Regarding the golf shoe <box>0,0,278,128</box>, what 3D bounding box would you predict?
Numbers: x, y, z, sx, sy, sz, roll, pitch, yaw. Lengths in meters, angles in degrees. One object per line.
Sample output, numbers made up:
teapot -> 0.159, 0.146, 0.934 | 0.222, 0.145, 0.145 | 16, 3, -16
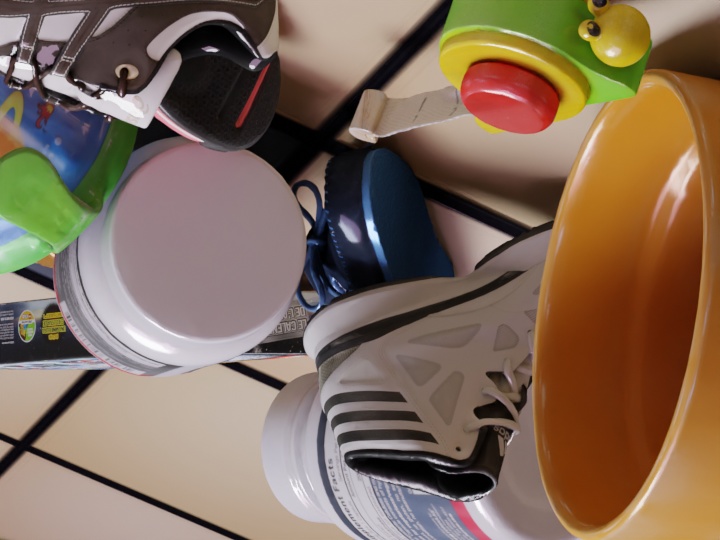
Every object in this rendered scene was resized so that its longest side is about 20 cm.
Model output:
golf shoe -> -0.124, -0.098, 1.181 | 0.199, 0.095, 0.078 | -20, 175, -13

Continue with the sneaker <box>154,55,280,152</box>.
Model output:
sneaker -> -0.117, -0.128, 1.298 | 0.200, 0.074, 0.087 | 39, 167, -32

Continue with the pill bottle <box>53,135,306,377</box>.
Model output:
pill bottle -> -0.091, -0.007, 1.440 | 0.113, 0.115, 0.200 | 23, 171, -9

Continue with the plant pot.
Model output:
plant pot -> 0.193, 0.027, 1.228 | 0.182, 0.202, 0.200 | 9, 163, -15

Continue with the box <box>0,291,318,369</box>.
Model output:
box -> -0.128, 0.035, 1.662 | 0.136, 0.040, 0.199 | 0, 176, -39

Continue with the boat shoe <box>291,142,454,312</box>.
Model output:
boat shoe -> 0.000, 0.000, 1.461 | 0.068, 0.085, 0.200 | 3, 154, 13

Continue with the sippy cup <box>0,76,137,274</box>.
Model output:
sippy cup -> -0.194, -0.087, 1.348 | 0.177, 0.140, 0.130 | 3, 152, 36

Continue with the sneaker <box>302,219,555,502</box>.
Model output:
sneaker -> 0.078, 0.050, 1.374 | 0.199, 0.116, 0.076 | -19, 148, 7

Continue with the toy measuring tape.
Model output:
toy measuring tape -> 0.044, -0.091, 1.212 | 0.073, 0.074, 0.199 | 33, 156, -31

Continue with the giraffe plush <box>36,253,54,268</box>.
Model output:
giraffe plush -> -0.258, -0.002, 1.588 | 0.199, 0.163, 0.173 | 7, 156, 32

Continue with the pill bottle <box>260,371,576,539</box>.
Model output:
pill bottle -> 0.039, 0.100, 1.631 | 0.119, 0.120, 0.199 | 34, 157, -33
